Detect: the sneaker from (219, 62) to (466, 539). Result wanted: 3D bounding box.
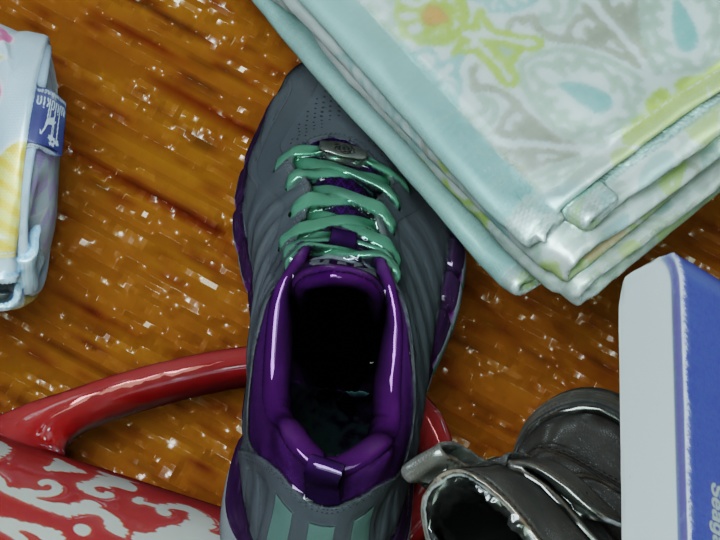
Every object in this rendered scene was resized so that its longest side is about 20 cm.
[{"bbox_3d":[0.000,0.000,0.845,0.074,0.088,0.201,5,54,-5],"label":"sneaker"}]

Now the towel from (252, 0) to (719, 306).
[{"bbox_3d":[0.061,-0.104,0.867,0.171,0.048,0.200,-36,67,-12],"label":"towel"}]

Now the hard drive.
[{"bbox_3d":[0.153,0.093,0.839,0.199,0.025,0.133,29,48,-34],"label":"hard drive"}]

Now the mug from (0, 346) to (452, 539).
[{"bbox_3d":[-0.066,0.112,0.889,0.199,0.178,0.134,20,135,3],"label":"mug"}]

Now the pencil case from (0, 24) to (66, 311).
[{"bbox_3d":[-0.189,-0.037,0.885,0.199,0.083,0.091,6,73,0],"label":"pencil case"}]

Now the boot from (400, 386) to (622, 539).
[{"bbox_3d":[0.086,0.124,0.844,0.069,0.174,0.200,-38,89,15],"label":"boot"}]
